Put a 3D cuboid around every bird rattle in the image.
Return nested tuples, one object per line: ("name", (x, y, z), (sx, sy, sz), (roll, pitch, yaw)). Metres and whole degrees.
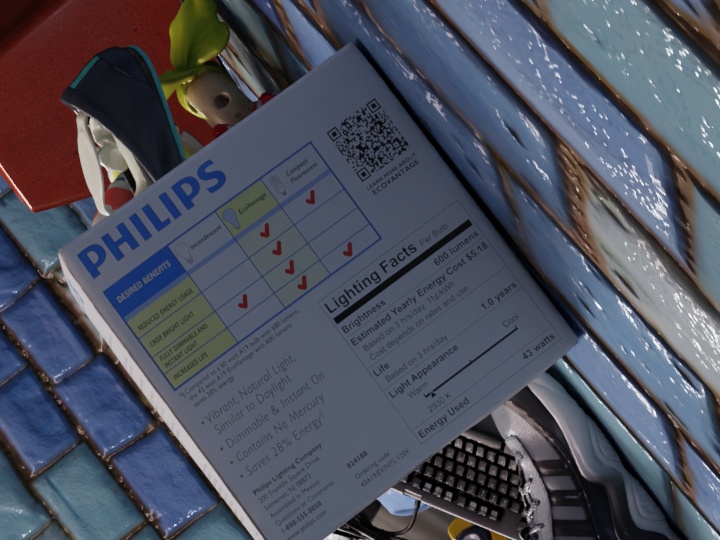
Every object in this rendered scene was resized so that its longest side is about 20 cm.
("bird rattle", (-0.064, -0.091, 1.603), (0.200, 0.113, 0.163), (33, 175, 31))

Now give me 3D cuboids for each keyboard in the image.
("keyboard", (0.038, 0.137, 1.584), (0.199, 0.128, 0.021), (20, -164, 29))

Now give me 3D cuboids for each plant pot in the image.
("plant pot", (-0.229, -0.165, 1.835), (0.200, 0.176, 0.200), (45, 169, 50))

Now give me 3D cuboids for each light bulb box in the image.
("light bulb box", (-0.025, 0.023, 1.317), (0.200, 0.198, 0.125), (53, 171, 5))

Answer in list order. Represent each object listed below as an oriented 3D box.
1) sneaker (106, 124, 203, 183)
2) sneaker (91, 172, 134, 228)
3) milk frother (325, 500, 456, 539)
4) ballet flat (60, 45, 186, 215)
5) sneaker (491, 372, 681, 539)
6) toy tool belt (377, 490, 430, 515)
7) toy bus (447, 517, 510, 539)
("sneaker", (-0.088, -0.027, 1.693), (0.199, 0.078, 0.090), (22, -151, -24))
("sneaker", (-0.092, -0.002, 1.611), (0.199, 0.094, 0.070), (33, 153, -33))
("milk frother", (0.042, 0.156, 1.885), (0.188, 0.200, 0.181), (32, 157, 0))
("ballet flat", (-0.125, -0.040, 1.508), (0.201, 0.073, 0.073), (64, 170, -20))
("sneaker", (0.105, 0.147, 1.420), (0.200, 0.114, 0.075), (52, 173, 5))
("toy tool belt", (0.046, 0.128, 1.701), (0.123, 0.125, 0.200), (60, 175, 11))
("toy bus", (0.141, 0.220, 1.667), (0.065, 0.078, 0.200), (45, 180, -40))
